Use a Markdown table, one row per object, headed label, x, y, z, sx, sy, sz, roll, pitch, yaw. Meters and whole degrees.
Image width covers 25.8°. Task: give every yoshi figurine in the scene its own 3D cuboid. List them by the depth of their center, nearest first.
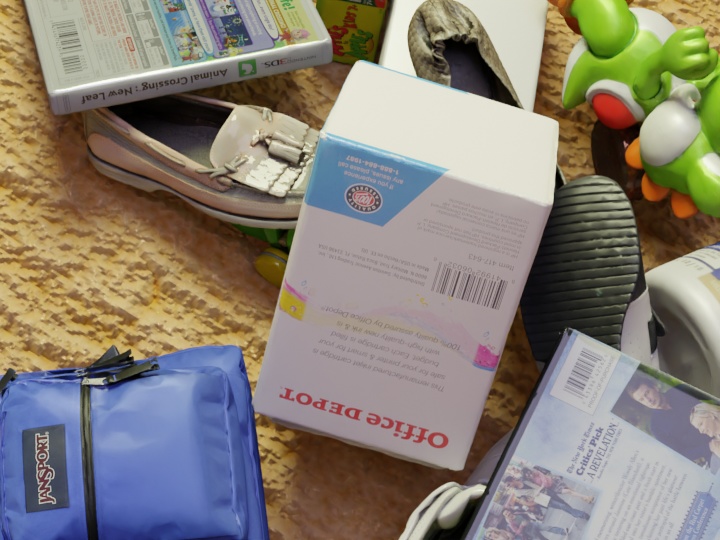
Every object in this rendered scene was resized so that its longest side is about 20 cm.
| label | x | y | z | sx | sy | sz | roll | pitch | yaw |
| --- | --- | --- | --- | --- | --- | --- | --- | --- | --- |
| yoshi figurine | 0.204 | -0.128 | 0.988 | 0.112 | 0.112 | 0.201 | -19 | 64 | -23 |

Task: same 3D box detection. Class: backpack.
| label | x | y | z | sx | sy | sz | roll | pitch | yaw |
| --- | --- | --- | --- | --- | --- | --- | --- | --- | --- |
| backpack | -0.155 | 0.121 | 0.867 | 0.199 | 0.168 | 0.163 | -7 | 65 | -2 |

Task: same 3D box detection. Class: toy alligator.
| label | x | y | z | sx | sy | sz | roll | pitch | yaw |
| --- | --- | --- | --- | --- | --- | --- | --- | --- | --- |
| toy alligator | 0.000 | 0.000 | 1.000 | 0.199 | 0.054 | 0.059 | 31 | 66 | 8 |

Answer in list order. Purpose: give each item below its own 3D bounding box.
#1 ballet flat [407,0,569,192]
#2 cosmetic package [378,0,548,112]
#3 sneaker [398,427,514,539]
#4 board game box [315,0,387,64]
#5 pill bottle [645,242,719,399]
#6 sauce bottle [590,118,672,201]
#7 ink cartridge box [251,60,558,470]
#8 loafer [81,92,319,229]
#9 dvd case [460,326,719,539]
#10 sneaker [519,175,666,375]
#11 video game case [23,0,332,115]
| label | x | y | z | sx | sy | sz | roll | pitch | yaw |
| --- | --- | --- | --- | --- | --- | --- | --- | --- | --- |
| ballet flat | 0.085 | -0.075 | 0.953 | 0.067 | 0.046 | 0.201 | -25 | 91 | -6 |
| cosmetic package | 0.063 | -0.131 | 1.051 | 0.107 | 0.085 | 0.201 | 13 | 64 | -2 |
| sneaker | 0.084 | 0.142 | 0.914 | 0.074 | 0.116 | 0.200 | 38 | 65 | 13 |
| board game box | 0.006 | -0.255 | 1.091 | 0.047 | 0.102 | 0.201 | 11 | 65 | -2 |
| pill bottle | 0.283 | 0.023 | 0.980 | 0.199 | 0.120 | 0.120 | -22 | 70 | -15 |
| sauce bottle | 0.259 | -0.094 | 1.068 | 0.199 | 0.066 | 0.066 | -13 | 68 | -12 |
| ink cartridge box | 0.023 | 0.006 | 0.901 | 0.128 | 0.201 | 0.125 | 17 | 28 | 0 |
| loafer | -0.092 | -0.078 | 0.987 | 0.199 | 0.063 | 0.072 | 13 | 52 | 22 |
| dvd case | 0.169 | 0.134 | 0.843 | 0.199 | 0.018 | 0.143 | 26 | 72 | 9 |
| sneaker | 0.142 | 0.046 | 0.934 | 0.074 | 0.088 | 0.201 | -3 | 85 | 25 |
| video game case | -0.131 | -0.183 | 1.046 | 0.181 | 0.022 | 0.200 | -12 | 44 | -12 |
